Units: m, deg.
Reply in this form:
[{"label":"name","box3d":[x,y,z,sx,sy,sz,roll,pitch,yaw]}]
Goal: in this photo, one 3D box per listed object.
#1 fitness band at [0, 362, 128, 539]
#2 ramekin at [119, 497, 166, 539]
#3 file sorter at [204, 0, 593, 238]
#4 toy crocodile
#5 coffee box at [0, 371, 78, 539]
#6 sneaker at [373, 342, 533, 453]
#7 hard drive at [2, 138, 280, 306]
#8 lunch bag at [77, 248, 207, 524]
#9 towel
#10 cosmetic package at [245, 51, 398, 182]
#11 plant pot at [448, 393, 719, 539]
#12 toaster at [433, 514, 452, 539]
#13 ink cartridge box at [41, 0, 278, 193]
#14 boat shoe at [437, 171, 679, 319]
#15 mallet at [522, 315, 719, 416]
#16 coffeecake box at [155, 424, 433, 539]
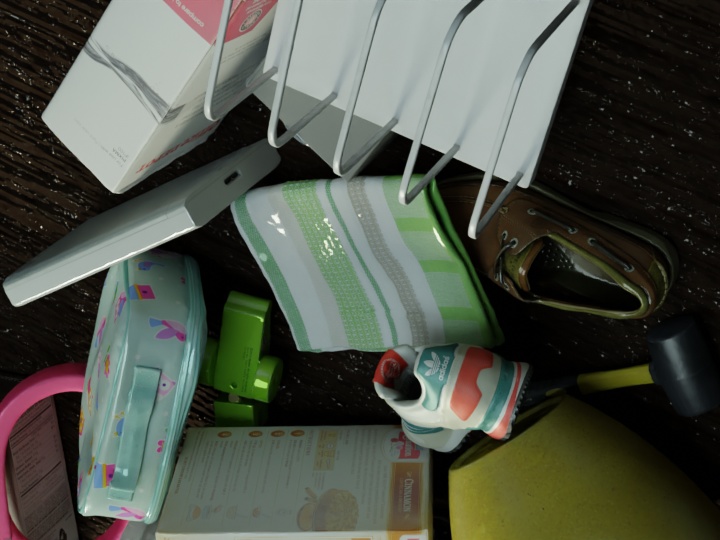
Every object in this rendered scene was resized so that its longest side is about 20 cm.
[{"label":"fitness band","box3d":[-0.255,0.175,1.376,0.142,0.037,0.202,-6,114,-15]},{"label":"ramekin","box3d":[-0.128,0.291,1.322,0.104,0.200,0.203,1,114,18]},{"label":"file sorter","box3d":[0.018,-0.130,0.975,0.198,0.125,0.140,24,123,13]},{"label":"toy crocodile","box3d":[-0.097,0.109,1.300,0.067,0.062,0.202,10,114,13]},{"label":"coffee box","box3d":[-0.334,0.199,1.456,0.113,0.080,0.202,6,116,25]},{"label":"sneaker","box3d":[0.050,0.082,1.140,0.093,0.071,0.200,24,167,-11]},{"label":"hard drive","box3d":[-0.168,-0.037,1.219,0.198,0.132,0.026,-20,104,34]},{"label":"lunch bag","box3d":[-0.174,0.095,1.258,0.076,0.161,0.202,8,113,-16]},{"label":"towel","box3d":[0.000,0.000,1.165,0.199,0.031,0.150,-2,124,45]},{"label":"cosmetic package","box3d":[0.021,-0.170,1.081,0.107,0.090,0.200,44,129,1]},{"label":"plant pot","box3d":[0.142,0.174,1.119,0.199,0.200,0.143,-33,89,36]},{"label":"toaster","box3d":[0.011,0.297,1.291,0.179,0.119,0.202,8,117,26]},{"label":"ink cartridge box","box3d":[-0.120,-0.166,1.120,0.083,0.146,0.200,44,126,4]},{"label":"boat shoe","box3d":[0.121,-0.017,1.109,0.198,0.068,0.073,13,121,24]},{"label":"mallet","box3d":[0.165,0.073,1.151,0.198,0.041,0.067,-5,112,35]},{"label":"coffeecake box","box3d":[-0.043,0.186,1.205,0.197,0.154,0.074,-1,114,4]}]
